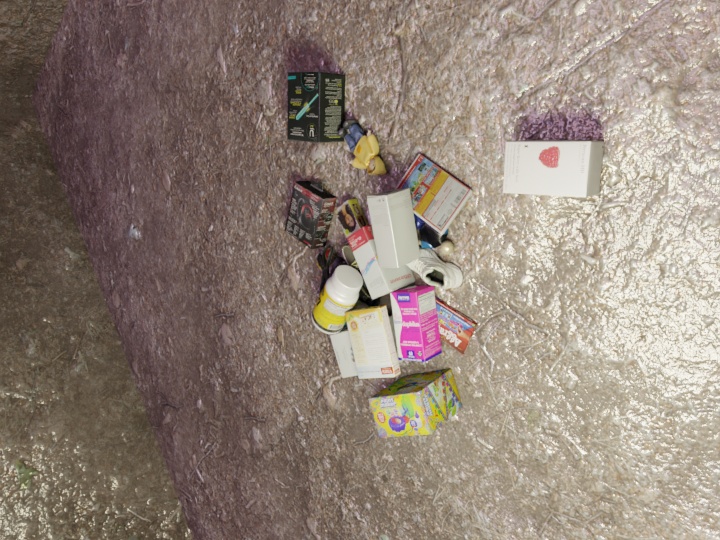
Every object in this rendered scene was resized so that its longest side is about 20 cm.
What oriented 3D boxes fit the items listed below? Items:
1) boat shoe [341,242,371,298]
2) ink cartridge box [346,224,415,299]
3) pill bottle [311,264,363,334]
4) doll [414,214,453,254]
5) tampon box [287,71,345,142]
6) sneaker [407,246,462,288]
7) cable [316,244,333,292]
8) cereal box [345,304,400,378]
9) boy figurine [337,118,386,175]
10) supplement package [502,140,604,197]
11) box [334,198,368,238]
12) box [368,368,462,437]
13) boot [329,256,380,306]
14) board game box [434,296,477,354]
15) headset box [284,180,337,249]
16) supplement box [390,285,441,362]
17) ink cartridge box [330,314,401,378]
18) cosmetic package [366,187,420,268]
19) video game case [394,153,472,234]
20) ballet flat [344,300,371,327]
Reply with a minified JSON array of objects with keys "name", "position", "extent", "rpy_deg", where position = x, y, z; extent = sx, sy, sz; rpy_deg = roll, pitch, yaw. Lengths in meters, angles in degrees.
[{"name":"boat shoe","position":[0.002,-0.002,1.651],"extent":[0.204,0.060,0.072],"rpy_deg":[54,128,13]},{"name":"ink cartridge box","position":[0.063,-0.032,1.599],"extent":[0.082,0.144,0.205],"rpy_deg":[-28,82,39]},{"name":"pill bottle","position":[-0.070,0.089,1.635],"extent":[0.114,0.113,0.203],"rpy_deg":[46,130,22]},{"name":"doll","position":[0.201,-0.131,1.524],"extent":[0.137,0.048,0.203],"rpy_deg":[-45,71,35]},{"name":"tampon box","position":[-0.139,-0.512,1.675],"extent":[0.147,0.125,0.207],"rpy_deg":[15,110,37]},{"name":"sneaker","position":[0.193,-0.008,1.525],"extent":[0.197,0.098,0.080],"rpy_deg":[27,116,33]},{"name":"cable","position":[-0.106,-0.008,1.756],"extent":[0.097,0.050,0.203],"rpy_deg":[-47,36,24]},{"name":"cereal box","position":[0.034,0.212,1.559],"extent":[0.141,0.039,0.207],"rpy_deg":[-10,93,40]},{"name":"boy figurine","position":[0.007,-0.363,1.628],"extent":[0.124,0.064,0.203],"rpy_deg":[-45,68,34]},{"name":"supplement package","position":[0.449,-0.241,1.243],"extent":[0.196,0.118,0.125],"rpy_deg":[10,105,38]},{"name":"box","position":[-0.008,-0.121,1.703],"extent":[0.075,0.049,0.204],"rpy_deg":[-33,79,40]},{"name":"box","position":[0.163,0.394,1.581],"extent":[0.197,0.190,0.126],"rpy_deg":[-19,89,41]},{"name":"boot","position":[-0.022,0.074,1.758],"extent":[0.198,0.065,0.168],"rpy_deg":[33,127,21]},{"name":"board game box","position":[0.244,0.150,1.572],"extent":[0.198,0.019,0.106],"rpy_deg":[33,120,30]},{"name":"headset box","position":[-0.169,-0.200,1.804],"extent":[0.147,0.074,0.205],"rpy_deg":[31,118,30]},{"name":"supplement box","position":[0.164,0.154,1.563],"extent":[0.099,0.102,0.207],"rpy_deg":[-4,96,41]},{"name":"ink cartridge box","position":[0.032,0.238,1.688],"extent":[0.197,0.144,0.149],"rpy_deg":[-18,89,40]},{"name":"cosmetic package","position":[0.095,-0.118,1.490],"extent":[0.080,0.111,0.207],"rpy_deg":[3,107,44]},{"name":"video game case","position":[0.197,-0.216,1.492],"extent":[0.199,0.017,0.145],"rpy_deg":[41,99,25]},{"name":"ballet flat","position":[-0.015,0.135,1.699],"extent":[0.198,0.067,0.072],"rpy_deg":[-21,100,53]}]
